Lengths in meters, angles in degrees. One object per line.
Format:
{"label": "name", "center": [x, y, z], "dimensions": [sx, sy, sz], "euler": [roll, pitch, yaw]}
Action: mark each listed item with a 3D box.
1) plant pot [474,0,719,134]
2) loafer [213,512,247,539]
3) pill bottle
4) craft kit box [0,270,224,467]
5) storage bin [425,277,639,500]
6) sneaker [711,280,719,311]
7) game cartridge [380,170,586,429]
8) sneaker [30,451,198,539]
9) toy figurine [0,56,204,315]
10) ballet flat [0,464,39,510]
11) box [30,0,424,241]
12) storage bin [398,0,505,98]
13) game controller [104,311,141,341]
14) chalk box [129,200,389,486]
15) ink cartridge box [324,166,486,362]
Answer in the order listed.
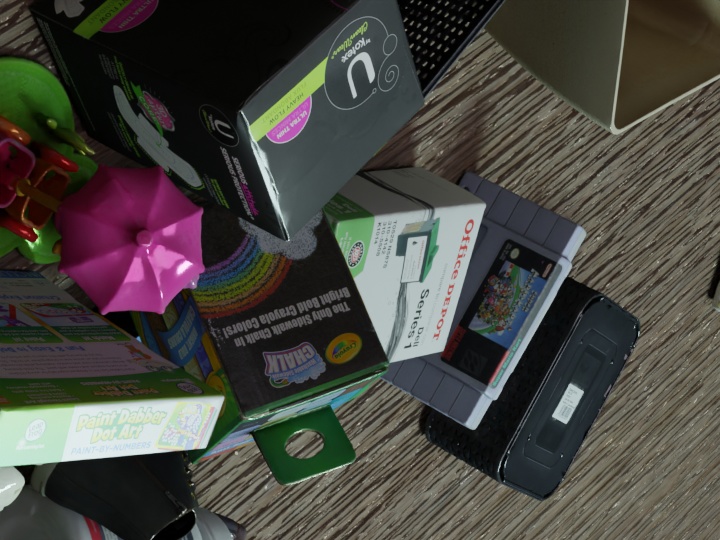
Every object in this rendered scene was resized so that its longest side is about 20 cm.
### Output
{"label": "plant pot", "center": [0.203, -0.259, 1.614], "dimensions": [0.200, 0.177, 0.200], "euler": [-29, 134, -40]}
{"label": "loafer", "center": [-0.148, 0.293, 1.624], "dimensions": [0.063, 0.072, 0.200], "euler": [15, 100, -23]}
{"label": "pill bottle", "center": [-0.188, 0.222, 1.490], "dimensions": [0.200, 0.120, 0.120], "euler": [10, 105, -55]}
{"label": "craft kit box", "center": [-0.222, 0.057, 1.258], "dimensions": [0.200, 0.197, 0.049], "euler": [2, 111, -53]}
{"label": "storage bin", "center": [0.167, 0.105, 1.891], "dimensions": [0.135, 0.094, 0.200], "euler": [30, 87, -57]}
{"label": "sneaker", "center": [0.477, 0.007, 2.273], "dimensions": [0.200, 0.074, 0.116], "euler": [-2, 117, -42]}
{"label": "game cartridge", "center": [0.098, 0.025, 1.721], "dimensions": [0.200, 0.130, 0.038], "euler": [-61, 146, -3]}
{"label": "sneaker", "center": [-0.147, 0.145, 1.444], "dimensions": [0.075, 0.106, 0.200], "euler": [-60, 167, 28]}
{"label": "toy figurine", "center": [-0.172, -0.027, 1.277], "dimensions": [0.150, 0.184, 0.200], "euler": [-59, 147, -5]}
{"label": "ballet flat", "center": [-0.243, 0.120, 1.324], "dimensions": [0.200, 0.069, 0.070], "euler": [-62, 156, -48]}
{"label": "box", "center": [-0.085, -0.140, 1.296], "dimensions": [0.149, 0.200, 0.124], "euler": [-45, 143, -23]}
{"label": "storage bin", "center": [0.025, -0.221, 1.484], "dimensions": [0.200, 0.094, 0.135], "euler": [-52, 145, -16]}
{"label": "game controller", "center": [-0.154, 0.051, 1.485], "dimensions": [0.200, 0.042, 0.104], "euler": [-41, 141, -27]}
{"label": "chalk box", "center": [-0.071, 0.054, 1.393], "dimensions": [0.125, 0.200, 0.124], "euler": [-17, 169, -27]}
{"label": "ink cartridge box", "center": [0.000, 0.000, 1.614], "dimensions": [0.200, 0.084, 0.146], "euler": [-9, 121, -49]}
